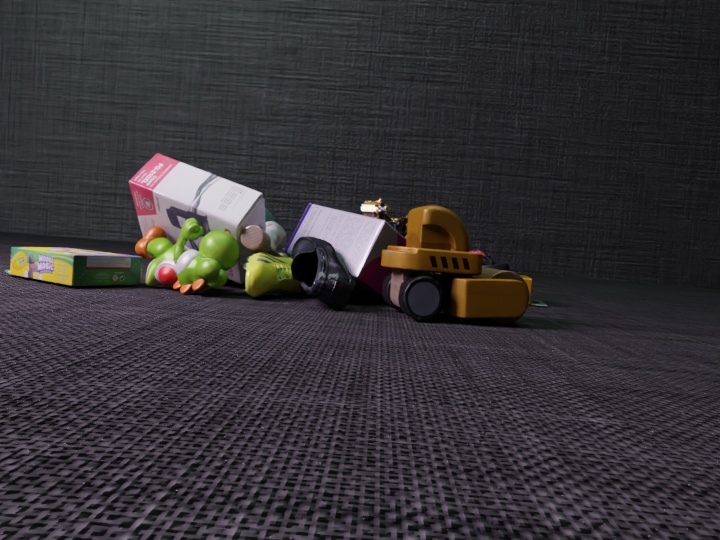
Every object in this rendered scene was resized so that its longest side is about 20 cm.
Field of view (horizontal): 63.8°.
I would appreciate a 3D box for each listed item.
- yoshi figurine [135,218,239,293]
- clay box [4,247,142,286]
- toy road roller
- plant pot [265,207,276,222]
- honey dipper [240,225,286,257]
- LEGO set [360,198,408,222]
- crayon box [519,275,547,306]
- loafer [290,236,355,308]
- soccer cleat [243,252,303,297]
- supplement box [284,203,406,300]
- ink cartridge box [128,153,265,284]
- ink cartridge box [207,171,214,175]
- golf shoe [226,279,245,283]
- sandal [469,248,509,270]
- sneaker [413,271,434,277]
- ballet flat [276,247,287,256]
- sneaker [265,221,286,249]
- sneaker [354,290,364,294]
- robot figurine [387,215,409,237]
[{"bbox_3d":[-0.255,-0.022,0.893,0.198,0.114,0.112,11,0,42],"label":"yoshi figurine"},{"bbox_3d":[-0.446,-0.009,0.892,0.198,0.048,0.114,7,4,32],"label":"clay box"},{"bbox_3d":[0.126,-0.010,0.788,0.197,0.148,0.123,4,3,-12],"label":"toy road roller"},{"bbox_3d":[-0.297,-0.090,1.404,0.160,0.204,0.199,18,-8,-43],"label":"plant pot"},{"bbox_3d":[-0.153,-0.037,0.969,0.037,0.039,0.200,5,-7,7],"label":"honey dipper"},{"bbox_3d":[0.065,-0.045,1.186,0.114,0.203,0.154,5,-17,23],"label":"LEGO set"},{"bbox_3d":[0.266,0.032,1.151,0.197,0.052,0.126,5,3,11],"label":"crayon box"},{"bbox_3d":[-0.070,-0.009,0.853,0.070,0.069,0.201,22,12,-28],"label":"loafer"},{"bbox_3d":[-0.124,0.007,0.909,0.082,0.066,0.200,7,3,10],"label":"soccer cleat"},{"bbox_3d":[-0.018,-0.033,0.962,0.199,0.104,0.101,16,-15,47],"label":"supplement box"},{"bbox_3d":[-0.262,-0.083,0.955,0.198,0.085,0.146,22,-39,10],"label":"ink cartridge box"},{"bbox_3d":[-0.325,-0.078,1.151,0.123,0.203,0.129,-13,5,-7],"label":"ink cartridge box"},{"bbox_3d":[-0.269,-0.010,1.056,0.197,0.074,0.092,12,-13,0],"label":"golf shoe"},{"bbox_3d":[0.221,-0.020,1.145,0.074,0.046,0.200,3,3,-20],"label":"sandal"},{"bbox_3d":[0.132,0.015,1.001,0.084,0.079,0.200,15,19,-20],"label":"sneaker"},{"bbox_3d":[-0.153,-0.014,1.246,0.197,0.075,0.074,5,3,5],"label":"ballet flat"},{"bbox_3d":[-0.191,-0.049,1.150,0.089,0.075,0.200,45,12,15],"label":"sneaker"},{"bbox_3d":[0.000,0.000,1.054,0.198,0.083,0.077,7,4,34],"label":"sneaker"},{"bbox_3d":[0.100,-0.039,1.129,0.199,0.147,0.058,-28,12,-36],"label":"robot figurine"}]
